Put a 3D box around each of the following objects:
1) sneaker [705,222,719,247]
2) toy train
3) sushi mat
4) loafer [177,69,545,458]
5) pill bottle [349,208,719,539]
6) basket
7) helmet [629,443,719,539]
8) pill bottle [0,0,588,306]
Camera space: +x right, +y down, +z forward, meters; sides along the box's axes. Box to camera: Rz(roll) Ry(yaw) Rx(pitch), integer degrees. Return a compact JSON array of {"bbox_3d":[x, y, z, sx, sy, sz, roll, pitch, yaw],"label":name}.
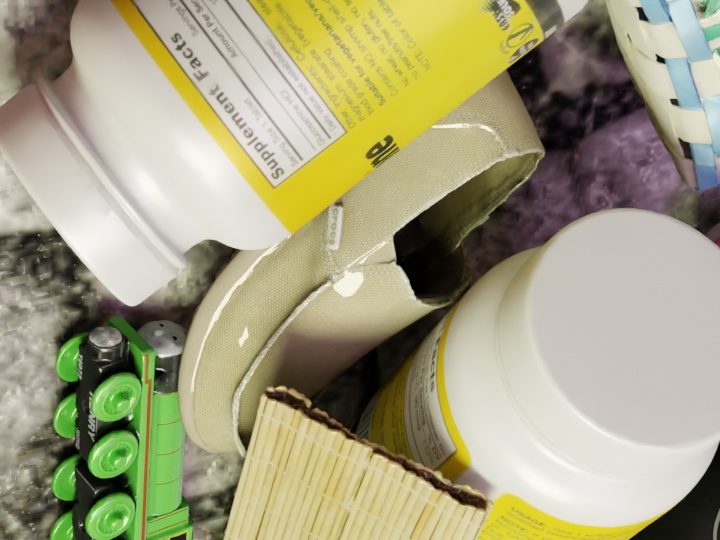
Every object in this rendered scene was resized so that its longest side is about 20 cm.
[{"bbox_3d":[0.227,0.001,1.140,0.200,0.081,0.088,14,113,-43],"label":"sneaker"},{"bbox_3d":[-0.096,0.102,1.057,0.056,0.042,0.200,-17,131,-31],"label":"toy train"},{"bbox_3d":[-0.008,0.110,1.032,0.012,0.096,0.200,-57,173,-28],"label":"sushi mat"},{"bbox_3d":[0.000,0.000,0.998,0.076,0.068,0.200,3,125,-58],"label":"loafer"},{"bbox_3d":[0.073,0.059,1.008,0.114,0.115,0.200,-9,161,-23],"label":"pill bottle"},{"bbox_3d":[0.192,-0.123,0.975,0.200,0.139,0.177,-24,132,2],"label":"basket"},{"bbox_3d":[0.194,0.144,1.149,0.191,0.200,0.200,-40,138,-27],"label":"helmet"},{"bbox_3d":[-0.027,-0.081,0.904,0.200,0.113,0.112,-37,134,2],"label":"pill bottle"}]
